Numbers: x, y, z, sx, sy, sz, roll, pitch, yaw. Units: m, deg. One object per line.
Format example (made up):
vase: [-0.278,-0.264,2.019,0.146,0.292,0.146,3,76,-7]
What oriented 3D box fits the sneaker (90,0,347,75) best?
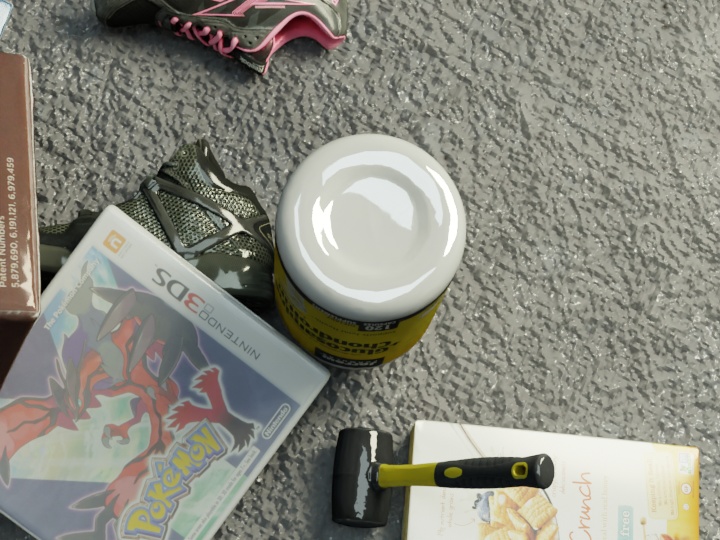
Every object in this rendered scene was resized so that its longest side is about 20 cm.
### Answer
sneaker: [-0.099,-0.191,0.889,0.197,0.079,0.097,-8,85,-5]

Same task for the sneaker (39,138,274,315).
sneaker: [-0.157,-0.030,0.832,0.197,0.076,0.116,1,66,-2]

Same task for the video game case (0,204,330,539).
video game case: [-0.149,0.092,0.776,0.182,0.023,0.201,37,91,-4]

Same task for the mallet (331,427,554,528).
mallet: [0.044,0.137,0.743,0.041,0.199,0.067,14,80,-33]

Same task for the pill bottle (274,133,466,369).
pill bottle: [0.000,0.000,0.766,0.110,0.200,0.114,1,73,-4]

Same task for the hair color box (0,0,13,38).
hair color box: [-0.304,-0.139,0.775,0.099,0.199,0.061,25,71,-26]

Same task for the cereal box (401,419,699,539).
cereal box: [0.126,0.183,0.805,0.197,0.040,0.146,5,73,-3]

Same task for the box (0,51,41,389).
box: [-0.293,-0.021,0.668,0.198,0.166,0.166,4,64,-27]
